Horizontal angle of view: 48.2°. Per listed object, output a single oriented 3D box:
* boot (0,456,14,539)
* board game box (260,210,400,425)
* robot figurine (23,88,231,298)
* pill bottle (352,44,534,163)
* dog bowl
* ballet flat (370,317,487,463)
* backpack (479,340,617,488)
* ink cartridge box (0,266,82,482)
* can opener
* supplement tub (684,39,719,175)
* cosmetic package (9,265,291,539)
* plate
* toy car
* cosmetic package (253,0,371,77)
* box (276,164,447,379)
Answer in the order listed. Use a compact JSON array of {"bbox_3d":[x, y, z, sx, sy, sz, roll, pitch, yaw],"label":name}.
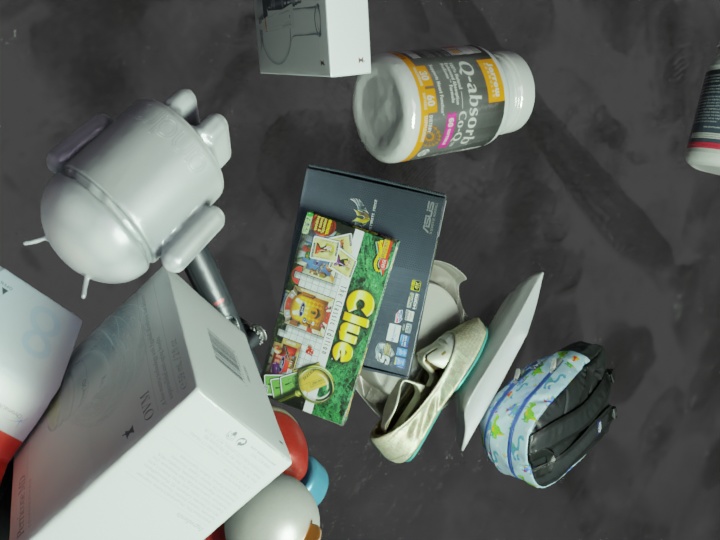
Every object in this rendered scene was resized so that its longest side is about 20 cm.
[{"bbox_3d":[-0.303,0.244,0.681,0.065,0.201,0.166,-32,117,13],"label":"boot"},{"bbox_3d":[-0.035,0.050,0.850,0.103,0.023,0.205,17,98,6],"label":"board game box"},{"bbox_3d":[-0.201,-0.071,0.719,0.201,0.168,0.114,-49,165,-21],"label":"robot figurine"},{"bbox_3d":[0.097,-0.193,0.913,0.197,0.116,0.119,-15,111,-32],"label":"pill bottle"},{"bbox_3d":[0.058,0.082,0.991,0.197,0.058,0.205,-10,108,-33],"label":"dog bowl"},{"bbox_3d":[0.080,0.131,0.946,0.062,0.067,0.202,37,78,-20],"label":"ballet flat"},{"bbox_3d":[0.262,0.213,1.135,0.200,0.151,0.166,-45,132,-44],"label":"backpack"},{"bbox_3d":[-0.325,0.084,0.648,0.160,0.047,0.203,43,35,-36],"label":"ink cartridge box"},{"bbox_3d":[-0.151,0.030,0.821,0.078,0.063,0.204,-28,117,-26],"label":"can opener"},{"bbox_3d":[0.595,-0.251,1.246,0.138,0.139,0.205,9,97,-37],"label":"supplement tub"},{"bbox_3d":[-0.191,0.139,0.702,0.200,0.200,0.123,-42,124,4],"label":"cosmetic package"},{"bbox_3d":[0.170,0.117,1.040,0.201,0.032,0.201,-57,161,-20],"label":"plate"},{"bbox_3d":[-0.111,0.249,0.805,0.176,0.200,0.185,-39,125,-3],"label":"toy car"},{"bbox_3d":[-0.053,-0.289,0.757,0.051,0.150,0.205,-14,109,-32],"label":"cosmetic package"},{"bbox_3d":[0.000,0.000,0.878,0.154,0.051,0.205,13,96,7],"label":"box"}]
